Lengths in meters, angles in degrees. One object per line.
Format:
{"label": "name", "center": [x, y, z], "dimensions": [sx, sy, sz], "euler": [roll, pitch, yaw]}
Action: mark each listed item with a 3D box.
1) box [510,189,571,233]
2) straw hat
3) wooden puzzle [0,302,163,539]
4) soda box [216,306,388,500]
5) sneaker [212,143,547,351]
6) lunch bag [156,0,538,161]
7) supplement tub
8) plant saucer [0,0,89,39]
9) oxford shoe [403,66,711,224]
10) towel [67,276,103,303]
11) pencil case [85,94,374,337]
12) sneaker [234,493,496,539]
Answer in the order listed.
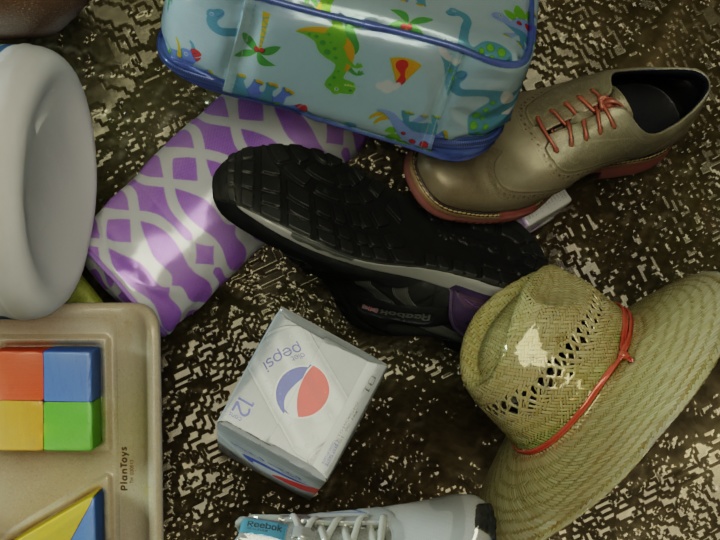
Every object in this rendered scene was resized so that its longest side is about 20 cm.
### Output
{"label": "box", "center": [0.048, -0.107, 1.168], "dimensions": [0.041, 0.039, 0.200], "euler": [-31, 82, -32]}
{"label": "straw hat", "center": [0.102, 0.048, 1.062], "dimensions": [0.085, 0.201, 0.201], "euler": [42, 80, -12]}
{"label": "wooden puzzle", "center": [-0.206, 0.111, 1.078], "dimensions": [0.199, 0.046, 0.186], "euler": [0, 95, 8]}
{"label": "soda box", "center": [-0.034, 0.075, 1.053], "dimensions": [0.063, 0.200, 0.068], "euler": [28, 80, 1]}
{"label": "sneaker", "center": [0.000, 0.000, 1.102], "dimensions": [0.200, 0.088, 0.076], "euler": [19, 41, -22]}
{"label": "lunch bag", "center": [-0.003, -0.148, 1.077], "dimensions": [0.199, 0.083, 0.161], "euler": [14, 40, -6]}
{"label": "supplement tub", "center": [-0.253, -0.048, 1.048], "dimensions": [0.199, 0.145, 0.145], "euler": [2, 79, 10]}
{"label": "plant saucer", "center": [-0.241, -0.146, 1.092], "dimensions": [0.200, 0.200, 0.037], "euler": [0, 98, -3]}
{"label": "oxford shoe", "center": [0.113, -0.082, 1.118], "dimensions": [0.200, 0.075, 0.071], "euler": [-21, 77, -34]}
{"label": "towel", "center": [-0.228, -0.017, 1.134], "dimensions": [0.086, 0.018, 0.200], "euler": [-38, 83, -5]}
{"label": "pencil case", "center": [-0.072, -0.050, 1.133], "dimensions": [0.200, 0.086, 0.084], "euler": [-41, 71, -10]}
{"label": "sneaker", "center": [-0.022, 0.157, 1.047], "dimensions": [0.200, 0.075, 0.087], "euler": [-26, 124, 28]}
